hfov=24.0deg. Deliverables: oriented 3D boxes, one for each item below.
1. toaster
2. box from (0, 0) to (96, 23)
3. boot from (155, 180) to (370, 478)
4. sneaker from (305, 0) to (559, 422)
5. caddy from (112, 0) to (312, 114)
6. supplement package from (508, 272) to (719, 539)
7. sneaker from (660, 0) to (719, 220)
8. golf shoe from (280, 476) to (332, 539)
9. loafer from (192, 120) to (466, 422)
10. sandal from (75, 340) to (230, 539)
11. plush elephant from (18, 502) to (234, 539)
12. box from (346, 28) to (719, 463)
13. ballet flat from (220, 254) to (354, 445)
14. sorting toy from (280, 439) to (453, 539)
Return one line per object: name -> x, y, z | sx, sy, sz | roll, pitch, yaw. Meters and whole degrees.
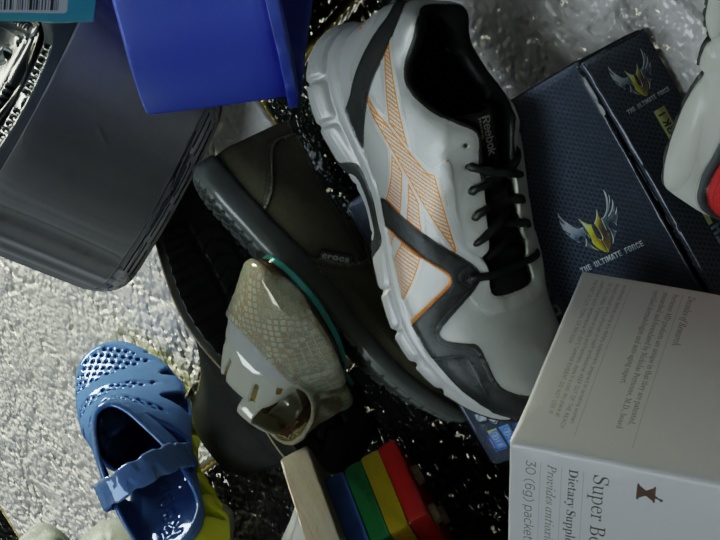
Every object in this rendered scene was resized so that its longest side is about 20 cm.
toaster -> -0.169, -0.074, 0.947 | 0.129, 0.201, 0.114 | 28, 179, -38
box -> -0.187, -0.217, 0.884 | 0.049, 0.082, 0.201 | 109, 154, -50
boot -> -0.091, 0.045, 1.045 | 0.138, 0.077, 0.201 | -21, 97, 58
sneaker -> 0.044, -0.027, 0.748 | 0.080, 0.074, 0.201 | -25, 92, 51
caddy -> -0.073, -0.171, 0.825 | 0.141, 0.105, 0.201 | -108, 5, -66
supplement package -> 0.168, 0.096, 0.672 | 0.199, 0.120, 0.122 | 9, 126, 17
sneaker -> 0.179, -0.085, 0.641 | 0.085, 0.077, 0.200 | 34, 148, 23
golf shoe -> -0.033, 0.218, 1.078 | 0.073, 0.092, 0.201 | 33, 135, 33
loafer -> 0.000, 0.000, 0.900 | 0.200, 0.070, 0.075 | 47, 173, -11
sandal -> -0.144, 0.108, 1.095 | 0.087, 0.079, 0.200 | 56, 180, -43
plush elephant -> -0.151, 0.222, 1.149 | 0.164, 0.155, 0.201 | -12, 92, 9
box -> 0.095, -0.003, 0.805 | 0.200, 0.051, 0.158 | -27, 92, 53
ballet flat -> -0.040, 0.053, 0.889 | 0.067, 0.062, 0.200 | 42, 170, 19
sorting toy -> 0.048, 0.210, 0.929 | 0.199, 0.069, 0.200 | 60, -178, -32
